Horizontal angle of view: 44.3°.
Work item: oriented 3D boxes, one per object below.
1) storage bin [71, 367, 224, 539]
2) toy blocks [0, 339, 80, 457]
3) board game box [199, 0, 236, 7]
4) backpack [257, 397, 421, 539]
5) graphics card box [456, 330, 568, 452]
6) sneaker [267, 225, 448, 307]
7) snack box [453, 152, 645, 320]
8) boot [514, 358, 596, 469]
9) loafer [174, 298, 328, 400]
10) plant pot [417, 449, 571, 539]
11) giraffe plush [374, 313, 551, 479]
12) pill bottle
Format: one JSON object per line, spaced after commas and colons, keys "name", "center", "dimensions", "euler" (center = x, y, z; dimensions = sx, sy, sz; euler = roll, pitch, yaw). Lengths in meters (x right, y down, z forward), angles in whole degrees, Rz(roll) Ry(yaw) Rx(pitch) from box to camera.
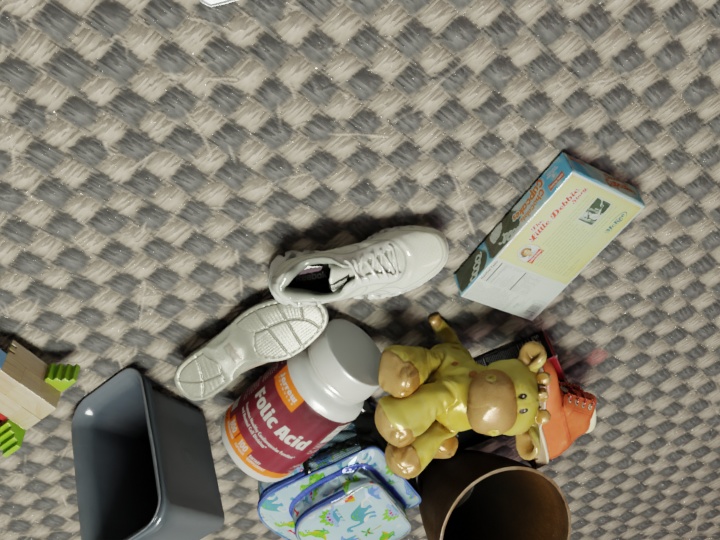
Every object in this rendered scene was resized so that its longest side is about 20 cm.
{"name": "storage bin", "center": [-0.251, 0.243, 1.053], "dimensions": [0.145, 0.201, 0.134], "euler": [-34, 142, 20]}
{"name": "toy blocks", "center": [-0.431, 0.133, 0.972], "dimensions": [0.199, 0.100, 0.137], "euler": [-33, 122, 19]}
{"name": "board game box", "center": [-0.053, -0.315, 0.662], "dimensions": [0.198, 0.026, 0.201], "euler": [-14, 136, 0]}
{"name": "backpack", "center": [-0.036, 0.292, 1.180], "dimensions": [0.199, 0.148, 0.183], "euler": [-23, 133, 13]}
{"name": "graphics card box", "center": [0.176, 0.168, 1.180], "dimensions": [0.199, 0.051, 0.126], "euler": [-25, 135, 9]}
{"name": "sneaker", "center": [0.000, 0.000, 0.934], "dimensions": [0.198, 0.081, 0.076], "euler": [-14, 93, -3]}
{"name": "snack box", "center": [0.210, -0.032, 1.001], "dimensions": [0.115, 0.037, 0.200], "euler": [19, 127, -30]}
{"name": "boot", "center": [0.246, 0.162, 1.117], "dimensions": [0.107, 0.075, 0.201], "euler": [-24, 137, -7]}
{"name": "loafer", "center": [-0.125, 0.078, 1.019], "dimensions": [0.199, 0.063, 0.072], "euler": [-30, 101, 11]}
{"name": "plant pot", "center": [0.156, 0.323, 1.211], "dimensions": [0.185, 0.200, 0.189], "euler": [-3, 100, -17]}
{"name": "giraffe plush", "center": [0.132, 0.150, 1.022], "dimensions": [0.161, 0.200, 0.174], "euler": [6, 120, 35]}
{"name": "pill bottle", "center": [-0.068, 0.155, 1.060], "dimensions": [0.114, 0.115, 0.200], "euler": [26, 123, -34]}
